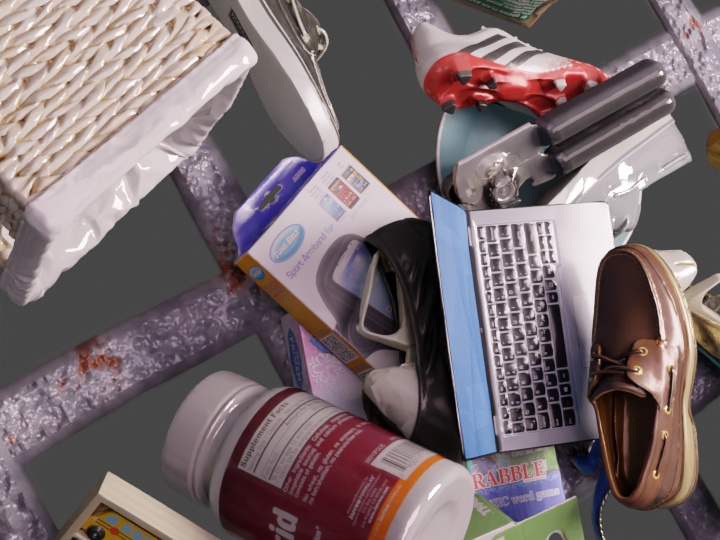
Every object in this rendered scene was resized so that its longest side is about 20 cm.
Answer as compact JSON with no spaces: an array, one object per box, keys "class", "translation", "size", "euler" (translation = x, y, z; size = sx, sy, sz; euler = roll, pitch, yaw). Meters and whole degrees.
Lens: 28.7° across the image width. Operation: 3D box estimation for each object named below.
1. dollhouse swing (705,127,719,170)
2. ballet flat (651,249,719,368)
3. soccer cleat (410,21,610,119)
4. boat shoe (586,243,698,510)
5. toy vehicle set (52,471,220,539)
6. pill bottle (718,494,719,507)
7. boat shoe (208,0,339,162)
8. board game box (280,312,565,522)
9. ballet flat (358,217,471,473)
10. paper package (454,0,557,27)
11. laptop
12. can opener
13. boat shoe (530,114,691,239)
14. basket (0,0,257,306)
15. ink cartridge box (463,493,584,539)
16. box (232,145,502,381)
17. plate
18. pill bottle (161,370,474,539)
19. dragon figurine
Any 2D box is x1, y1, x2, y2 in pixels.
[{"class":"dollhouse swing","translation":[0.407,-0.037,1.206],"size":[0.176,0.200,0.182],"euler":[8,75,-21]},{"class":"ballet flat","translation":[0.275,0.021,1.197],"size":[0.200,0.071,0.071],"euler":[31,68,-25]},{"class":"soccer cleat","translation":[0.130,-0.165,1.171],"size":[0.200,0.069,0.085],"euler":[2,47,-30]},{"class":"boat shoe","translation":[0.205,0.078,1.043],"size":[0.068,0.072,0.200],"euler":[2,82,-50]},{"class":"toy vehicle set","translation":[-0.126,0.237,0.974],"size":[0.200,0.124,0.027],"euler":[34,25,-12]},{"class":"pill bottle","translation":[0.380,0.123,1.186],"size":[0.112,0.112,0.200],"euler":[19,85,-18]},{"class":"boat shoe","translation":[-0.060,-0.184,1.120],"size":[0.064,0.071,0.200],"euler":[-27,87,-24]},{"class":"board game box","translation":[0.052,0.117,1.112],"size":[0.200,0.041,0.200],"euler":[-8,81,-23]},{"class":"ballet flat","translation":[0.033,0.060,1.023],"size":[0.068,0.068,0.200],"euler":[-3,71,-11]},{"class":"paper package","translation":[0.096,-0.333,1.201],"size":[0.200,0.103,0.191],"euler":[17,74,-19]},{"class":"laptop","translation":[0.132,0.037,1.035],"size":[0.200,0.116,0.187],"euler":[-5,83,-19]},{"class":"can opener","translation":[0.156,-0.111,1.144],"size":[0.200,0.067,0.053],"euler":[-30,117,-10]},{"class":"boat shoe","translation":[0.208,-0.063,1.175],"size":[0.201,0.070,0.072],"euler":[-38,90,-27]},{"class":"basket","translation":[-0.210,-0.110,0.974],"size":[0.161,0.198,0.200],"euler":[44,66,-3]},{"class":"ink cartridge box","translation":[0.070,0.236,1.051],"size":[0.200,0.059,0.104],"euler":[-21,113,-18]},{"class":"box","translation":[0.000,0.000,1.074],"size":[0.200,0.041,0.119],"euler":[43,66,-10]},{"class":"plate","translation":[0.151,-0.085,1.209],"size":[0.200,0.026,0.200],"euler":[6,75,-22]},{"class":"pill bottle","translation":[-0.033,0.150,0.982],"size":[0.200,0.114,0.114],"euler":[22,64,26]},{"class":"dragon figurine","translation":[0.220,0.132,1.146],"size":[0.059,0.099,0.200],"euler":[18,72,-17]}]
